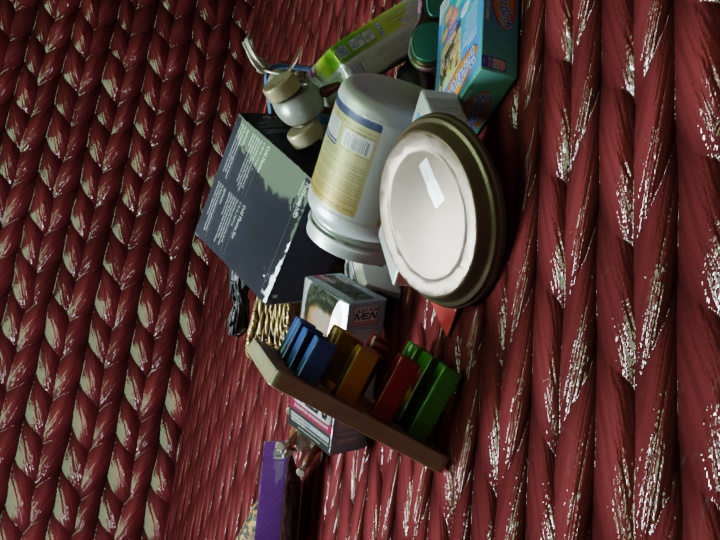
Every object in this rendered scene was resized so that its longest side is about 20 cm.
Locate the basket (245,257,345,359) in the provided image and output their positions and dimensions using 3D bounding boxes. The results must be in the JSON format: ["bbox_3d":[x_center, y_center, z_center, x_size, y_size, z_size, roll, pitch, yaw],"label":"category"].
[{"bbox_3d":[-0.125,0.033,1.916,0.143,0.148,0.201,27,-109,-58],"label":"basket"}]

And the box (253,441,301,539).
[{"bbox_3d":[-0.118,0.361,1.808,0.137,0.039,0.201,79,-168,-55],"label":"box"}]

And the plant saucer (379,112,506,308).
[{"bbox_3d":[0.076,-0.059,1.296,0.200,0.029,0.201,22,116,55],"label":"plant saucer"}]

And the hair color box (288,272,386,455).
[{"bbox_3d":[-0.031,0.115,1.584,0.099,0.060,0.201,29,117,48],"label":"hair color box"}]

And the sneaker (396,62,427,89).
[{"bbox_3d":[0.037,-0.182,1.675,0.073,0.081,0.201,147,136,-75],"label":"sneaker"}]

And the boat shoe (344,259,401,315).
[{"bbox_3d":[0.000,0.000,1.667,0.201,0.074,0.093,-94,28,-51],"label":"boat shoe"}]

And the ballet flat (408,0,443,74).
[{"bbox_3d":[0.096,-0.291,1.587,0.071,0.069,0.201,90,-175,-46],"label":"ballet flat"}]

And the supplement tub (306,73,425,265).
[{"bbox_3d":[0.018,-0.122,1.554,0.145,0.143,0.201,-101,27,-61],"label":"supplement tub"}]

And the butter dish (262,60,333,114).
[{"bbox_3d":[-0.060,-0.212,2.031,0.199,0.147,0.201,5,-78,-58],"label":"butter dish"}]

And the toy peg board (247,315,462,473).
[{"bbox_3d":[0.000,0.103,1.336,0.098,0.198,0.200,-61,13,-1],"label":"toy peg board"}]

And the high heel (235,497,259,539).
[{"bbox_3d":[-0.183,0.432,2.044,0.200,0.071,0.144,-21,62,56],"label":"high heel"}]

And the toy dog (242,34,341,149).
[{"bbox_3d":[-0.078,-0.249,1.737,0.132,0.096,0.200,61,-177,-45],"label":"toy dog"}]

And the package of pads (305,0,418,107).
[{"bbox_3d":[0.017,-0.300,1.753,0.154,0.068,0.200,-34,7,-11],"label":"package of pads"}]

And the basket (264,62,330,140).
[{"bbox_3d":[-0.054,-0.209,1.892,0.139,0.175,0.201,140,130,-75],"label":"basket"}]

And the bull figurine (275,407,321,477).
[{"bbox_3d":[-0.063,0.184,1.757,0.121,0.065,0.201,-52,-24,-54],"label":"bull figurine"}]

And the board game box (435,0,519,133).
[{"bbox_3d":[0.129,-0.257,1.425,0.152,0.045,0.201,125,154,-59],"label":"board game box"}]

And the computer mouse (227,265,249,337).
[{"bbox_3d":[-0.170,-0.009,1.916,0.201,0.052,0.139,-96,12,-46],"label":"computer mouse"}]

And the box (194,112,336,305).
[{"bbox_3d":[-0.112,-0.086,1.764,0.182,0.104,0.201,44,122,34],"label":"box"}]

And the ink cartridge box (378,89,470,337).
[{"bbox_3d":[0.078,-0.061,1.359,0.177,0.044,0.201,-107,26,-49],"label":"ink cartridge box"}]
